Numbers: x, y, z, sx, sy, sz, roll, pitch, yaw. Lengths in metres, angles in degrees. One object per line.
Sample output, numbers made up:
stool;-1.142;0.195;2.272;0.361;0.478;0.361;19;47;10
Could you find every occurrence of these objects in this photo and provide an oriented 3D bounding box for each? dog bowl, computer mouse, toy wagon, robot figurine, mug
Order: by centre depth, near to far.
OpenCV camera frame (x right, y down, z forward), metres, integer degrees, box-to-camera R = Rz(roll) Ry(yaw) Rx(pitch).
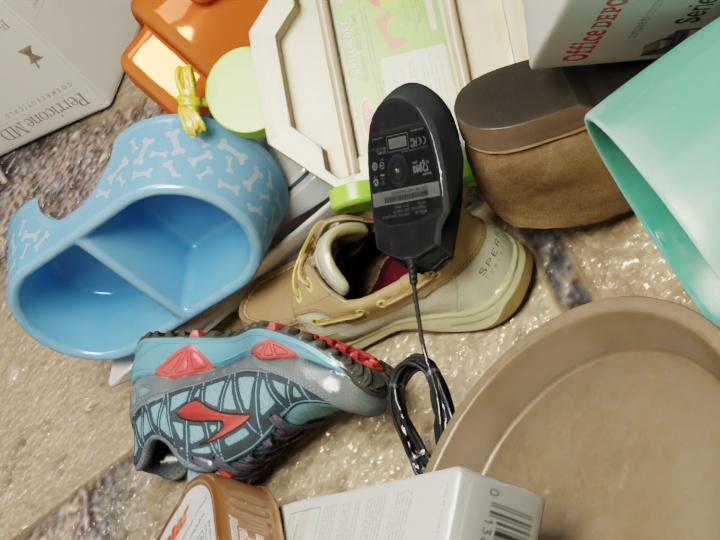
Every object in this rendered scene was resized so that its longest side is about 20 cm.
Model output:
mug;0.173;-0.040;0.568;0.114;0.152;0.186;-34;36;7
computer mouse;0.036;0.009;0.693;0.058;0.034;0.203;-3;92;50
toy wagon;-0.003;-0.112;0.764;0.197;0.040;0.157;-12;82;9
dog bowl;-0.131;-0.012;0.829;0.199;0.111;0.050;-30;36;31
robot figurine;-0.086;-0.200;1.020;0.201;0.144;0.116;-50;51;-4

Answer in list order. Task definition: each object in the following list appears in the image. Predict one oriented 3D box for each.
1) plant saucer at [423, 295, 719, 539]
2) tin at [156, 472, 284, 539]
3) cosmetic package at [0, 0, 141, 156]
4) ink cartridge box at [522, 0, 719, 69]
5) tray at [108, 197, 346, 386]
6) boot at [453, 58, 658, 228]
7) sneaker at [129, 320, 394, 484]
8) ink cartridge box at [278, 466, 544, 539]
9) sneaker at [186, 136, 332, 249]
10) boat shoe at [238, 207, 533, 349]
plant saucer;0.095;0.108;0.589;0.199;0.029;0.202;-33;43;37
tin;-0.072;0.179;0.673;0.113;0.042;0.201;-56;24;19
cosmetic package;-0.312;-0.240;1.221;0.166;0.200;0.168;-17;45;35
ink cartridge box;0.171;-0.150;0.600;0.197;0.145;0.089;-4;84;-2
tray;-0.077;-0.004;0.892;0.199;0.022;0.108;-39;22;12
boot;0.150;-0.075;0.698;0.197;0.076;0.074;-12;38;8
sneaker;-0.056;0.085;0.775;0.199;0.079;0.097;-7;68;48
ink cartridge box;-0.003;0.180;0.620;0.200;0.050;0.164;-30;42;62
sneaker;-0.095;-0.050;0.879;0.199;0.071;0.073;-29;24;33
boat shoe;0.000;0.000;0.783;0.198;0.066;0.075;-14;47;38
